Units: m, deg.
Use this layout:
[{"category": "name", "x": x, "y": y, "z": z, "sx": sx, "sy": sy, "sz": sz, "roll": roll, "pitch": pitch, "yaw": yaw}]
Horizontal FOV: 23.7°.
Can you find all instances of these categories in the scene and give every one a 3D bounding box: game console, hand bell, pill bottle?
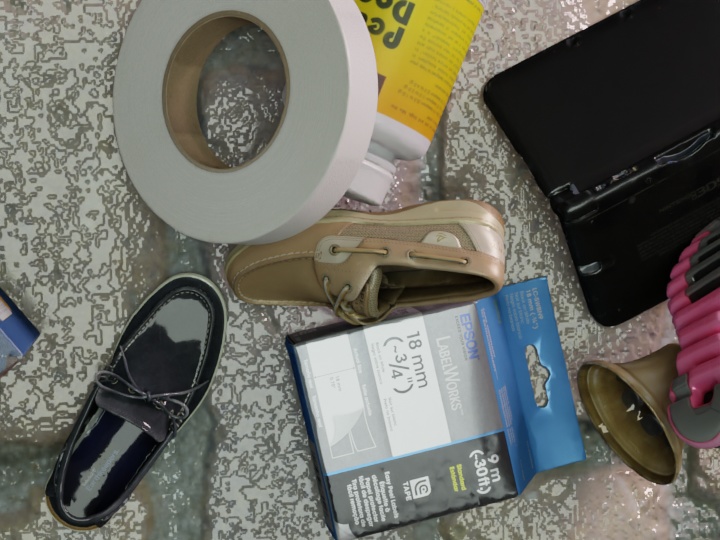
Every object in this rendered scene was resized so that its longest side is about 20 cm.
[{"category": "game console", "x": 0.218, "y": -0.088, "z": 1.260, "sx": 0.200, "sy": 0.116, "sz": 0.176, "roll": -28, "pitch": 125, "yaw": -6}, {"category": "hand bell", "x": 0.266, "y": 0.057, "z": 1.249, "sx": 0.200, "sy": 0.104, "sz": 0.104, "roll": -34, "pitch": 96, "yaw": -19}, {"category": "pill bottle", "x": 0.015, "y": -0.150, "z": 1.182, "sx": 0.109, "sy": 0.109, "sz": 0.201, "roll": 22, "pitch": 88, "yaw": -8}]

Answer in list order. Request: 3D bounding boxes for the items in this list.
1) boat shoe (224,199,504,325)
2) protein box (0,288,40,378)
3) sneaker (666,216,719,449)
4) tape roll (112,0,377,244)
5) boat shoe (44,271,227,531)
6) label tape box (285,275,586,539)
[{"category": "boat shoe", "x": 0.000, "y": 0.000, "z": 1.174, "sx": 0.199, "sy": 0.071, "sz": 0.065, "roll": -10, "pitch": 52, "yaw": 15}, {"category": "protein box", "x": -0.322, "y": 0.017, "z": 1.091, "sx": 0.135, "sy": 0.200, "sz": 0.199, "roll": -41, "pitch": 96, "yaw": -5}, {"category": "sneaker", "x": 0.267, "y": 0.049, "z": 1.184, "sx": 0.095, "sy": 0.079, "sz": 0.201, "roll": 30, "pitch": 53, "yaw": -25}, {"category": "tape roll", "x": -0.080, "y": -0.118, "z": 1.146, "sx": 0.202, "sy": 0.037, "sz": 0.204, "roll": 0, "pitch": 90, "yaw": 34}, {"category": "boat shoe", "x": -0.153, "y": 0.093, "z": 1.188, "sx": 0.074, "sy": 0.062, "sz": 0.200, "roll": 32, "pitch": 85, "yaw": -6}, {"category": "label tape box", "x": 0.060, "y": 0.095, "z": 1.218, "sx": 0.199, "sy": 0.063, "sz": 0.145, "roll": -13, "pitch": 94, "yaw": -7}]
